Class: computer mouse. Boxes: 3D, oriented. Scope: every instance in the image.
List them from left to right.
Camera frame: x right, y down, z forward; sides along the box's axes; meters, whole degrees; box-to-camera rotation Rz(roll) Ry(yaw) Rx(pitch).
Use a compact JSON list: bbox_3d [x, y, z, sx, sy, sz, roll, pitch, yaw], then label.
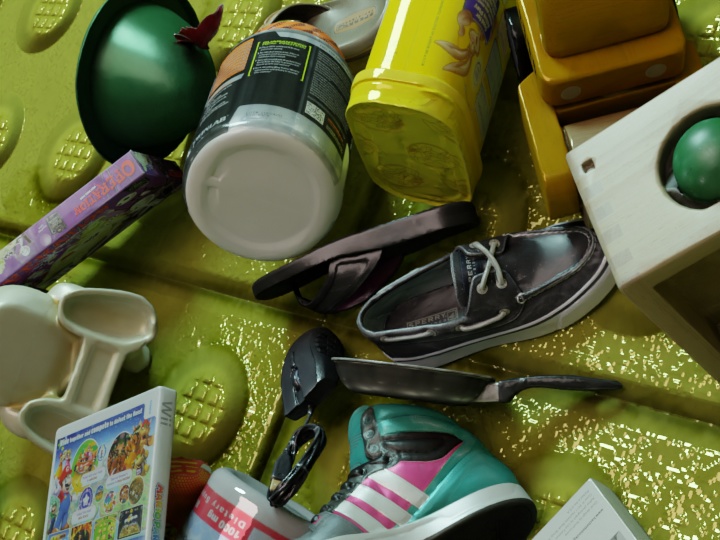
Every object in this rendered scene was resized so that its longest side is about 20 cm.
[{"bbox_3d":[-0.046,0.097,0.941,0.059,0.034,0.201,-41,16,21],"label":"computer mouse"}]

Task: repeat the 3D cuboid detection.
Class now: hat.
[{"bbox_3d":[-0.129,-0.155,1.122,0.174,0.199,0.168,13,109,29],"label":"hat"}]

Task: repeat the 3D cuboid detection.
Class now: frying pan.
[{"bbox_3d":[0.072,0.079,0.903,0.115,0.187,0.031,141,137,-82],"label":"frying pan"}]

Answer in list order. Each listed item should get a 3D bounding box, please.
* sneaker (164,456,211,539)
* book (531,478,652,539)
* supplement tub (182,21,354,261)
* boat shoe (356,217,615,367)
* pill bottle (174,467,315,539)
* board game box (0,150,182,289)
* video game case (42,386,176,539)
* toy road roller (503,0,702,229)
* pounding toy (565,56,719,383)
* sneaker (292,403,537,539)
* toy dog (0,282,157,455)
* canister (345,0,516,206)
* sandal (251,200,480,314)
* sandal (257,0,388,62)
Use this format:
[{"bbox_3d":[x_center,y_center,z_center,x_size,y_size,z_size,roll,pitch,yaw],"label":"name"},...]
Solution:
[{"bbox_3d":[-0.157,0.200,0.987,0.201,0.072,0.078,124,146,-47],"label":"sneaker"},{"bbox_3d":[0.149,0.239,0.766,0.134,0.048,0.200,-47,46,12],"label":"book"},{"bbox_3d":[-0.065,-0.110,1.039,0.122,0.123,0.201,-28,28,24],"label":"supplement tub"},{"bbox_3d":[0.088,0.009,0.920,0.198,0.068,0.073,-22,55,28],"label":"boat shoe"},{"bbox_3d":[-0.102,0.249,0.915,0.108,0.109,0.202,23,82,43],"label":"pill bottle"},{"bbox_3d":[-0.254,-0.034,1.173,0.199,0.120,0.032,-36,80,10],"label":"board game box"},{"bbox_3d":[-0.182,0.194,0.920,0.142,0.018,0.203,-24,56,44],"label":"video game case"},{"bbox_3d":[0.161,-0.145,0.871,0.121,0.146,0.202,-14,61,6],"label":"toy road roller"},{"bbox_3d":[0.227,-0.068,0.758,0.183,0.200,0.143,-32,50,21],"label":"pounding toy"},{"bbox_3d":[0.002,0.150,0.867,0.198,0.084,0.121,-16,42,-15],"label":"sneaker"},{"bbox_3d":[-0.273,0.078,1.106,0.200,0.191,0.142,174,107,-73],"label":"toy dog"},{"bbox_3d":[0.065,-0.170,0.978,0.085,0.149,0.202,11,69,18],"label":"canister"},{"bbox_3d":[0.000,0.000,0.999,0.199,0.075,0.049,-20,82,29],"label":"sandal"},{"bbox_3d":[-0.053,-0.202,1.156,0.198,0.054,0.081,-22,55,29],"label":"sandal"}]
